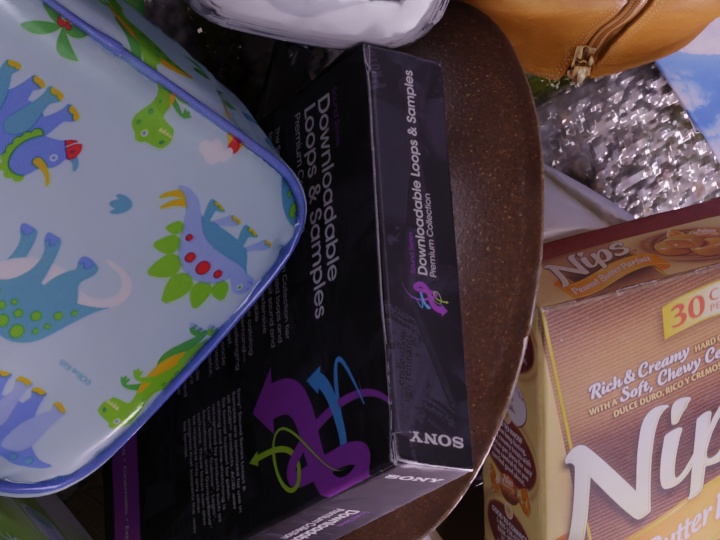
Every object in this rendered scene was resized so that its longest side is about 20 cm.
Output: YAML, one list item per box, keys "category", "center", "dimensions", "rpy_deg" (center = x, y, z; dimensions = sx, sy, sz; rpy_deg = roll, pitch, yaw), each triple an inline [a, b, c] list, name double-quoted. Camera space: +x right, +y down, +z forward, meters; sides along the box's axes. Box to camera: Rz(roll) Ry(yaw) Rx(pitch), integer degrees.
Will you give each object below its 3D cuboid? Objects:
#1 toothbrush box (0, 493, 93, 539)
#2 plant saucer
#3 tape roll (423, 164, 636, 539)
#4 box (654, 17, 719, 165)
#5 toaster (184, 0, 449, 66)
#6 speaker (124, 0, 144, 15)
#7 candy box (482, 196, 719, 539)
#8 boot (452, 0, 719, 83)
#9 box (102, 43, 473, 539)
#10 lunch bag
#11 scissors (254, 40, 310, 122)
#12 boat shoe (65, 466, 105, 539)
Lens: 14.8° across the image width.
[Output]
- category: "toothbrush box"
  center: [-0.164, 0.096, 0.931]
  dimensions: [0.146, 0.200, 0.086]
  rpy_deg: [34, 93, -35]
- category: "plant saucer"
  center: [0.000, 0.000, 0.979]
  dimensions: [0.037, 0.200, 0.201]
  rpy_deg: [10, 107, -25]
- category: "tape roll"
  center: [0.055, 0.061, 1.114]
  dimensions: [0.202, 0.071, 0.203]
  rpy_deg: [-11, 117, -23]
- category: "box"
  center: [0.156, -0.120, 1.048]
  dimensions: [0.200, 0.122, 0.048]
  rpy_deg: [50, 41, -43]
- category: "toaster"
  center: [-0.012, -0.154, 0.927]
  dimensions: [0.113, 0.129, 0.200]
  rpy_deg: [11, 107, -8]
- category: "speaker"
  center: [-0.110, -0.147, 0.920]
  dimensions: [0.088, 0.088, 0.200]
  rpy_deg: [-6, 115, -26]
- category: "candy box"
  center: [0.109, 0.080, 1.076]
  dimensions: [0.115, 0.055, 0.200]
  rpy_deg: [-14, 119, -21]
- category: "boot"
  center: [0.132, -0.116, 0.975]
  dimensions: [0.201, 0.144, 0.071]
  rpy_deg: [-2, 71, -2]
- category: "box"
  center: [-0.032, 0.027, 0.945]
  dimensions: [0.036, 0.200, 0.143]
  rpy_deg: [8, 67, -29]
- category: "lunch bag"
  center: [-0.132, -0.027, 0.870]
  dimensions: [0.200, 0.082, 0.161]
  rpy_deg: [35, 101, -35]
- category: "scissors"
  center: [-0.010, -0.112, 1.033]
  dimensions: [0.073, 0.014, 0.200]
  rpy_deg: [-8, 114, -27]
- category: "boat shoe"
  center: [-0.116, 0.148, 1.062]
  dimensions: [0.200, 0.072, 0.065]
  rpy_deg: [-47, 121, -9]
